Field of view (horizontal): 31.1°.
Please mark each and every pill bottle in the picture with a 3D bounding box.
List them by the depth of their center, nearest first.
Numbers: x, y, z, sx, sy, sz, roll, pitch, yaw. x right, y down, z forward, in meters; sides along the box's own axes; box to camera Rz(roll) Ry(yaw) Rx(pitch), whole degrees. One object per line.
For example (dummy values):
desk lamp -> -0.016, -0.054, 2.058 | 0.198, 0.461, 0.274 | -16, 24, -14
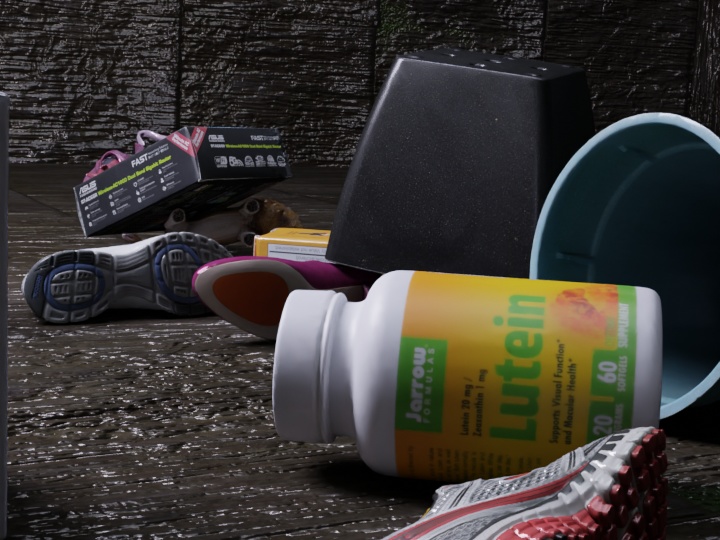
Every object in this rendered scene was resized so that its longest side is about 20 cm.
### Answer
pill bottle -> 0.057, 0.058, 0.697 | 0.198, 0.112, 0.111 | 4, 8, 9

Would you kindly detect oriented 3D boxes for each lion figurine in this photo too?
lion figurine -> -0.164, -0.045, 1.474 | 0.198, 0.073, 0.122 | -2, 1, -2

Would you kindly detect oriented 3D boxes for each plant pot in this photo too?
plant pot -> 0.256, 0.006, 0.898 | 0.195, 0.202, 0.200 | 6, 5, -35
plant pot -> 0.103, -0.094, 1.120 | 0.198, 0.179, 0.199 | 11, 16, 22

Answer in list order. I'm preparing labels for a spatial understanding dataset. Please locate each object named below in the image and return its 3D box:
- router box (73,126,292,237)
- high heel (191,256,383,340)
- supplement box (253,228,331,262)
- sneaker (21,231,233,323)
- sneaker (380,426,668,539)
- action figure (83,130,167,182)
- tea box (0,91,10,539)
router box -> -0.199, -0.099, 1.445 | 0.199, 0.063, 0.149 | -21, -9, 36
high heel -> -0.058, 0.017, 1.087 | 0.198, 0.068, 0.096 | 15, 12, -29
supplement box -> 0.000, 0.000, 1.233 | 0.198, 0.070, 0.067 | 7, 10, 15
sneaker -> -0.204, 0.002, 1.142 | 0.198, 0.075, 0.087 | -1, 4, -28
sneaker -> 0.065, 0.104, 0.512 | 0.082, 0.079, 0.199 | 7, 9, 35
action figure -> -0.311, -0.134, 1.808 | 0.133, 0.150, 0.200 | 12, -3, 19
tea box -> -0.263, 0.015, 0.583 | 0.195, 0.202, 0.133 | 0, 9, -22
